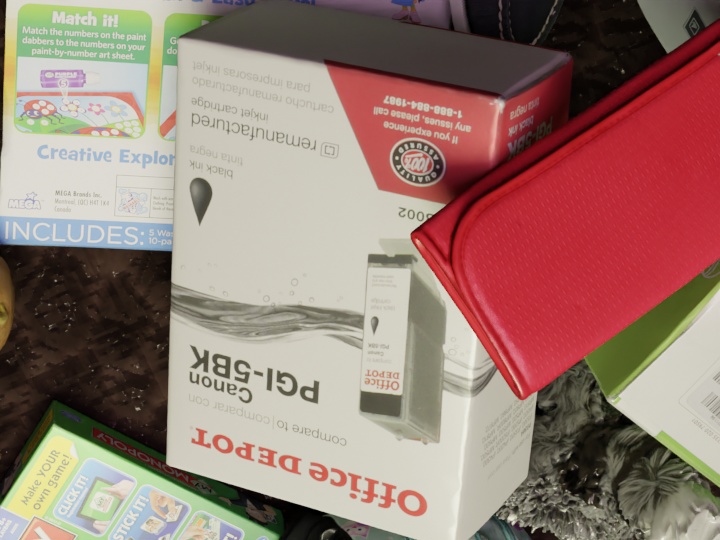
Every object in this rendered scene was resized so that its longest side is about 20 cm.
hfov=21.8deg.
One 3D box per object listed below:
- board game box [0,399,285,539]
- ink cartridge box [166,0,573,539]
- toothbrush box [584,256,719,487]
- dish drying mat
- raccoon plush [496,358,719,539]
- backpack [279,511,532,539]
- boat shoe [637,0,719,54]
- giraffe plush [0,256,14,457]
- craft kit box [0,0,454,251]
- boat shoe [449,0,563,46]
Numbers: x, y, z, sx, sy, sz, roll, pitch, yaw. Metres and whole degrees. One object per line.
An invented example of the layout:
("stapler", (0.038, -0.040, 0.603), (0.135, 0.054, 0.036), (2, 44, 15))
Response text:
("board game box", (-0.148, 0.178, 0.952), (0.135, 0.029, 0.200), (28, 106, -20))
("ink cartridge box", (0.000, 0.000, 0.790), (0.147, 0.083, 0.200), (13, 114, 22))
("toothbrush box", (0.162, 0.023, 0.839), (0.146, 0.200, 0.086), (37, 104, -22))
("dish drying mat", (0.118, -0.037, 0.717), (0.200, 0.018, 0.077), (-34, 91, -18))
("raccoon plush", (0.126, 0.116, 0.872), (0.097, 0.200, 0.134), (-43, 123, 9))
("backpack", (0.021, 0.207, 0.934), (0.127, 0.167, 0.200), (-8, 112, -27))
("boat shoe", (0.171, -0.119, 0.808), (0.068, 0.200, 0.072), (-11, 153, -22))
("giraffe plush", (-0.220, 0.017, 0.811), (0.200, 0.173, 0.162), (-40, 121, 18))
("craft kit box", (-0.060, -0.105, 0.837), (0.200, 0.049, 0.198), (3, 115, -10))
("boat shoe", (0.088, -0.181, 0.799), (0.076, 0.060, 0.200), (-19, 125, -51))
